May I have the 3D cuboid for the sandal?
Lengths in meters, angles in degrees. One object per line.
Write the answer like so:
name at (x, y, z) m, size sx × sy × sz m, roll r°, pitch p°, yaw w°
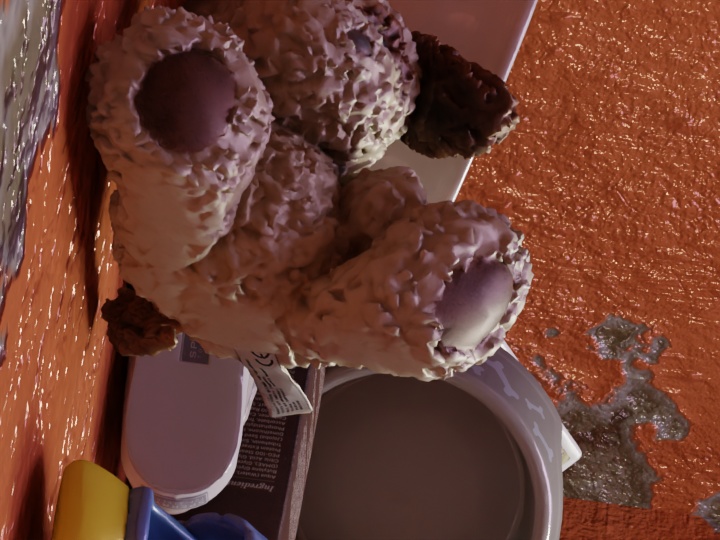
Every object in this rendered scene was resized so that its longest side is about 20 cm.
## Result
sandal at (-0.078, 0.149, 0.986) m, size 0.200 × 0.086 × 0.080 m, roll 96°, pitch 1°, yaw -60°

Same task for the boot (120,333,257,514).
boot at (-0.075, 0.013, 1.140) m, size 0.096 × 0.073 × 0.201 m, roll 130°, pitch -27°, yaw -76°

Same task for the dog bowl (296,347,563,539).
dog bowl at (0.024, 0.129, 1.427) m, size 0.059 × 0.199 × 0.201 m, roll -64°, pitch 162°, yaw -78°

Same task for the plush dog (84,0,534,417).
plush dog at (-0.031, -0.055, 1.005) m, size 0.160 × 0.200 × 0.172 m, roll -28°, pitch -145°, yaw 52°

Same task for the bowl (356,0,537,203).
bowl at (0.020, -0.096, 1.166) m, size 0.201 × 0.090 × 0.202 m, roll -157°, pitch -90°, yaw -88°

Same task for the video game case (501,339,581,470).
video game case at (0.020, 0.119, 1.529) m, size 0.182 × 0.200 × 0.023 m, roll 53°, pitch -1°, yaw -42°

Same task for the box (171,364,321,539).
box at (-0.064, 0.095, 1.262) m, size 0.201 × 0.074 × 0.101 m, roll -82°, pitch 178°, yaw -46°
